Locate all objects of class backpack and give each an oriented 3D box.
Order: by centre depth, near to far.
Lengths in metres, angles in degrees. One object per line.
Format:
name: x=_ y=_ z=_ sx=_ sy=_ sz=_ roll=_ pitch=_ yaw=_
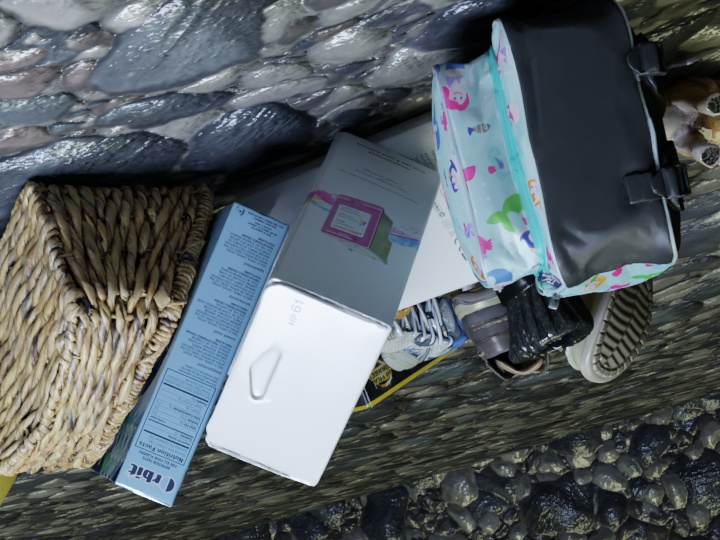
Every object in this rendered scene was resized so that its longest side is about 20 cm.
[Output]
backpack: x=0.125 y=-0.067 z=1.064 sx=0.150 sy=0.178 sz=0.200 roll=-13 pitch=177 yaw=9

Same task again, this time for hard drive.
hard drive: x=0.026 y=-0.036 z=1.221 sx=0.200 sy=0.132 sz=0.027 roll=-21 pitch=-152 yaw=24

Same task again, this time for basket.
basket: x=-0.175 y=0.049 z=1.170 sx=0.149 sy=0.143 sz=0.200 roll=0 pitch=140 yaw=-36

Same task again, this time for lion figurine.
lion figurine: x=0.195 y=-0.101 z=1.226 sx=0.200 sy=0.073 sz=0.122 roll=-3 pitch=-167 yaw=-6

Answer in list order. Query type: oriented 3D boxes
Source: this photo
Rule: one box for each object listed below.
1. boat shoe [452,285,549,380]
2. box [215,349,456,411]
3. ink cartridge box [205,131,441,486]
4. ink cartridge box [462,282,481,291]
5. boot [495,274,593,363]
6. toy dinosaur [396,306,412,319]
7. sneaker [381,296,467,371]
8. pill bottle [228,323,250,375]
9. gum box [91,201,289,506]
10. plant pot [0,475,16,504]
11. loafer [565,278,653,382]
boat shoe: x=0.132 y=0.063 z=1.513 sx=0.074 sy=0.073 sz=0.200 roll=-19 pitch=164 yaw=17
box: x=-0.026 y=0.106 z=1.712 sx=0.200 sy=0.049 sz=0.160 roll=-17 pitch=-173 yaw=39
ink cartridge box: x=-0.022 y=0.023 z=1.128 sx=0.085 sy=0.200 sz=0.145 roll=24 pitch=124 yaw=0
ink cartridge box: x=0.150 y=-0.003 z=1.564 sx=0.200 sy=0.068 sz=0.116 roll=-15 pitch=166 yaw=3
boot: x=0.114 y=-0.016 z=1.285 sx=0.079 sy=0.158 sz=0.211 roll=-19 pitch=166 yaw=17
toy dinosaur: x=0.000 y=0.000 z=1.412 sx=0.060 sy=0.106 sz=0.200 roll=-29 pitch=158 yaw=10
sneaker: x=0.044 y=0.042 z=1.546 sx=0.085 sy=0.077 sz=0.200 roll=-11 pitch=169 yaw=18
pill bottle: x=-0.071 y=0.053 z=1.465 sx=0.113 sy=0.114 sz=0.200 roll=-15 pitch=166 yaw=4
gum box: x=-0.122 y=0.058 z=1.178 sx=0.044 sy=0.200 sz=0.170 roll=25 pitch=171 yaw=-12
plant pot: x=-0.343 y=0.121 z=1.364 sx=0.200 sy=0.200 sz=0.142 roll=-27 pitch=-172 yaw=42
loafer: x=0.205 y=0.000 z=1.415 sx=0.068 sy=0.200 sz=0.076 roll=0 pitch=152 yaw=38
